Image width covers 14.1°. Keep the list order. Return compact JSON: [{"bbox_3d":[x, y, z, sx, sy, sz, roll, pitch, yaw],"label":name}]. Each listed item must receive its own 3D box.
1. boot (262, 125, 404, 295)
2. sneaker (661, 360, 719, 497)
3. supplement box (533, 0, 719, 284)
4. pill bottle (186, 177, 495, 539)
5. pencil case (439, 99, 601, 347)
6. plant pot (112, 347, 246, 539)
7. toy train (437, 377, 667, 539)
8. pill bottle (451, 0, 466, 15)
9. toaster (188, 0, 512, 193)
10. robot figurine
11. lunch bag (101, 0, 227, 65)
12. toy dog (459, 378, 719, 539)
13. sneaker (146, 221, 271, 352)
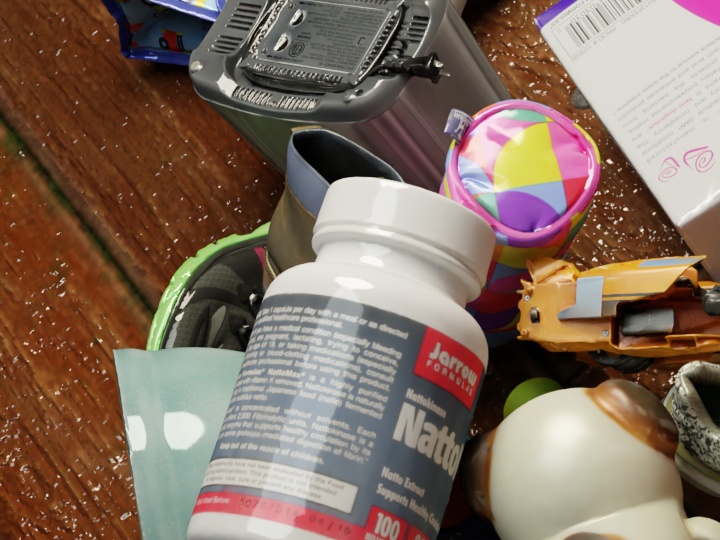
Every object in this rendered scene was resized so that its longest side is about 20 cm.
[{"bbox_3d":[0.000,0.000,1.570,0.075,0.097,0.200,-12,30,-25],"label":"boot"},{"bbox_3d":[0.232,0.096,1.432,0.200,0.089,0.077,19,75,19],"label":"sneaker"},{"bbox_3d":[0.194,-0.083,1.619,0.101,0.103,0.200,-34,42,6],"label":"supplement box"},{"bbox_3d":[-0.002,0.062,1.449,0.120,0.120,0.200,4,69,37],"label":"pill bottle"},{"bbox_3d":[0.074,-0.023,1.584,0.088,0.200,0.088,1,70,-3],"label":"pencil case"},{"bbox_3d":[-0.053,0.132,1.574,0.134,0.200,0.200,-8,46,-6],"label":"plant pot"},{"bbox_3d":[0.114,0.091,1.562,0.200,0.085,0.116,-32,26,0],"label":"toy train"},{"bbox_3d":[0.043,-0.248,1.827,0.116,0.116,0.200,0,59,35],"label":"pill bottle"},{"bbox_3d":[0.005,-0.108,1.750,0.200,0.129,0.114,10,64,40],"label":"toaster"},{"bbox_3d":[0.189,0.020,1.498,0.200,0.145,0.058,-4,80,23],"label":"robot figurine"},{"bbox_3d":[-0.052,-0.203,1.914,0.200,0.094,0.151,14,64,23],"label":"lunch bag"},{"bbox_3d":[0.114,0.155,1.424,0.140,0.194,0.200,-30,52,25],"label":"toy dog"},{"bbox_3d":[-0.046,0.019,1.690,0.084,0.077,0.200,29,51,33],"label":"sneaker"}]
